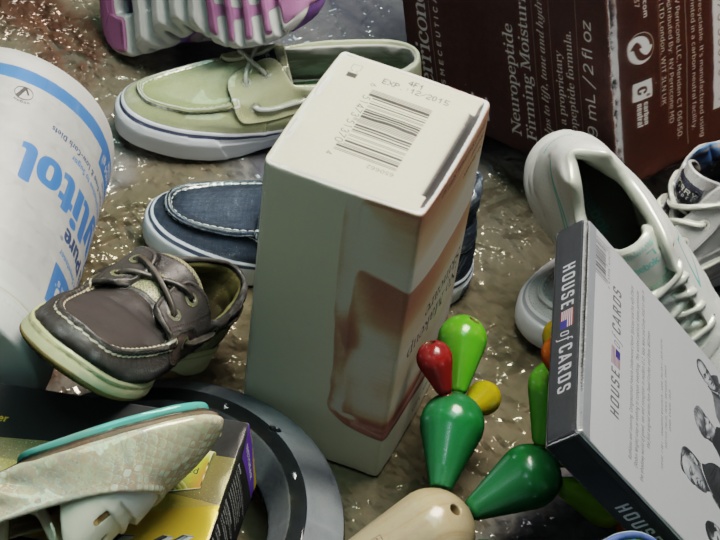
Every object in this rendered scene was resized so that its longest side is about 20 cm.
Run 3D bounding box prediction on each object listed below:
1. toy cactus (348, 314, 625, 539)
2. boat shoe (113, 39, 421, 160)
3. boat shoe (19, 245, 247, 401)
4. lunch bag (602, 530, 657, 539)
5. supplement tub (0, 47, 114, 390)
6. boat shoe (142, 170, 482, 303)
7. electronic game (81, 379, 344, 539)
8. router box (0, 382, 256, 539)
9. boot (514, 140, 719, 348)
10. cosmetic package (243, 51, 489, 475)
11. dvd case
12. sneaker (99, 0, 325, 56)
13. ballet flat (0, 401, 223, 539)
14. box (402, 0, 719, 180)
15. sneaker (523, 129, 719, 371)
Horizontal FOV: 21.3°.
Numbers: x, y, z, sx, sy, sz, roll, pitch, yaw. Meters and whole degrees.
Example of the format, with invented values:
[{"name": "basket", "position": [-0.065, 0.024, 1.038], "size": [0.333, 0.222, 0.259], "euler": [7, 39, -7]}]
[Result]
[{"name": "toy cactus", "position": [0.070, 0.118, 0.977], "size": [0.165, 0.102, 0.200], "euler": [-27, 77, -9]}, {"name": "boat shoe", "position": [-0.057, -0.117, 1.215], "size": [0.199, 0.062, 0.072], "euler": [-5, 46, -13]}, {"name": "boat shoe", "position": [-0.112, 0.019, 0.983], "size": [0.073, 0.065, 0.200], "euler": [38, 10, 7]}, {"name": "lunch bag", "position": [0.088, 0.225, 0.847], "size": [0.200, 0.082, 0.161], "euler": [-31, 85, -33]}, {"name": "supplement tub", "position": [-0.214, -0.015, 1.041], "size": [0.132, 0.132, 0.200], "euler": [8, 45, -1]}, {"name": "boat shoe", "position": [-0.027, -0.040, 1.122], "size": [0.200, 0.091, 0.071], "euler": [8, 44, 0]}, {"name": "electronic game", "position": [-0.107, 0.134, 0.969], "size": [0.199, 0.042, 0.200], "euler": [-1, 46, 1]}, {"name": "router box", "position": [-0.165, 0.132, 0.909], "size": [0.199, 0.052, 0.157], "euler": [8, 47, 10]}, {"name": "boot", "position": [0.179, -0.026, 1.134], "size": [0.200, 0.096, 0.074], "euler": [-24, 53, -29]}, {"name": "cosmetic package", "position": [0.000, 0.000, 1.009], "size": [0.087, 0.200, 0.103], "euler": [20, 48, 11]}, {"name": "dvd case", "position": [0.160, 0.089, 0.971], "size": [0.025, 0.200, 0.151], "euler": [-27, 33, 29]}, {"name": "sneaker", "position": [-0.082, -0.182, 1.228], "size": [0.088, 0.081, 0.200], "euler": [-10, 8, -40]}, {"name": "ballet flat", "position": [-0.152, 0.114, 0.858], "size": [0.199, 0.067, 0.062], "euler": [-15, 75, -7]}, {"name": "box", "position": [0.147, -0.175, 1.194], "size": [0.164, 0.166, 0.200], "euler": [-25, 33, -29]}, {"name": "sneaker", "position": [0.157, 0.011, 1.060], "size": [0.070, 0.080, 0.200], "euler": [-36, 93, -1]}]
